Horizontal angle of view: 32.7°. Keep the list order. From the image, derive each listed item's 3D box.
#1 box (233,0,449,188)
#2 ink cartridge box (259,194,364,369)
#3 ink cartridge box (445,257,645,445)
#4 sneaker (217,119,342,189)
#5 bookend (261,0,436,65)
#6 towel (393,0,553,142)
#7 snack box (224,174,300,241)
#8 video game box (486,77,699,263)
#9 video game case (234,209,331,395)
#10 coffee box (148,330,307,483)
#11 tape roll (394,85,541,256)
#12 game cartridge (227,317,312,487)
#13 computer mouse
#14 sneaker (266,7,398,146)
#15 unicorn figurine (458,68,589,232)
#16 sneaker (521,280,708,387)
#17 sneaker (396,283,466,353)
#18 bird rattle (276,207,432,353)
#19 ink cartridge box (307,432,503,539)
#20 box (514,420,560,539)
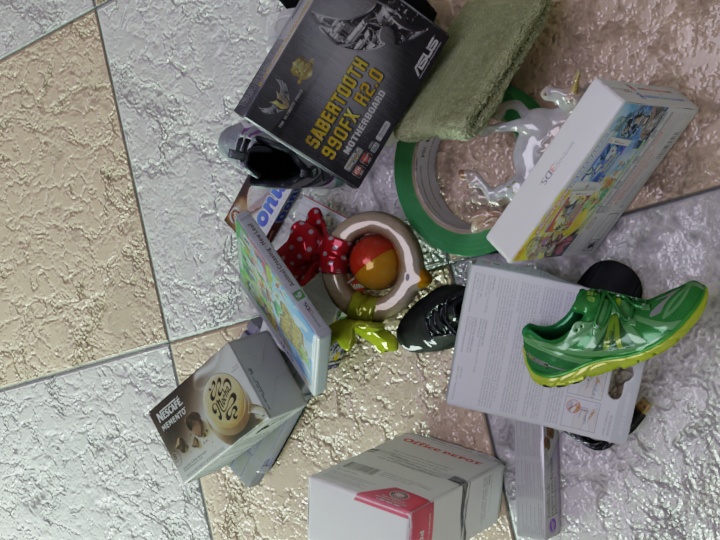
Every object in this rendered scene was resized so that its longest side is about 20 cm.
[{"bbox_3d":[-0.019,-0.215,1.338,0.201,0.158,0.048,-58,25,1],"label":"box"},{"bbox_3d":[-0.051,0.015,1.564,0.109,0.050,0.201,29,110,31],"label":"ink cartridge box"},{"bbox_3d":[0.201,0.086,1.318,0.199,0.057,0.164,11,104,6],"label":"ink cartridge box"},{"bbox_3d":[-0.127,-0.145,1.515,0.199,0.140,0.078,13,103,32],"label":"sneaker"},{"bbox_3d":[-0.052,-0.302,1.444,0.200,0.092,0.199,-32,113,34],"label":"bookend"},{"bbox_3d":[0.124,-0.224,1.345,0.148,0.036,0.201,8,63,56],"label":"towel"},{"bbox_3d":[-0.108,-0.123,1.606,0.072,0.024,0.201,43,117,23],"label":"snack box"},{"bbox_3d":[0.238,-0.100,1.254,0.047,0.182,0.201,45,118,24],"label":"video game box"},{"bbox_3d":[-0.094,0.044,1.476,0.182,0.022,0.200,54,163,18],"label":"video game case"},{"bbox_3d":[-0.176,0.180,1.608,0.200,0.080,0.113,-39,75,37],"label":"coffee box"},{"bbox_3d":[0.133,-0.118,1.414,0.199,0.048,0.202,5,98,36],"label":"tape roll"},{"bbox_3d":[-0.140,0.180,1.658,0.129,0.038,0.201,40,117,22],"label":"game cartridge"},{"bbox_3d":[0.261,0.099,1.326,0.140,0.046,0.201,34,102,12],"label":"computer mouse"},{"bbox_3d":[-0.035,-0.202,1.399,0.200,0.089,0.075,42,128,-16],"label":"sneaker"},{"bbox_3d":[0.179,-0.134,1.314,0.137,0.074,0.201,14,117,29],"label":"unicorn figurine"},{"bbox_3d":[0.253,0.053,1.236,0.199,0.074,0.084,-24,99,17],"label":"sneaker"},{"bbox_3d":[0.112,0.049,1.420,0.199,0.091,0.076,-27,84,37],"label":"sneaker"},{"bbox_3d":[0.000,0.000,1.462,0.163,0.113,0.201,-35,65,18],"label":"bird rattle"},{"bbox_3d":[0.054,0.264,1.418,0.145,0.199,0.085,13,108,35],"label":"ink cartridge box"},{"bbox_3d":[0.201,0.204,1.401,0.041,0.039,0.202,0,95,37],"label":"box"}]
